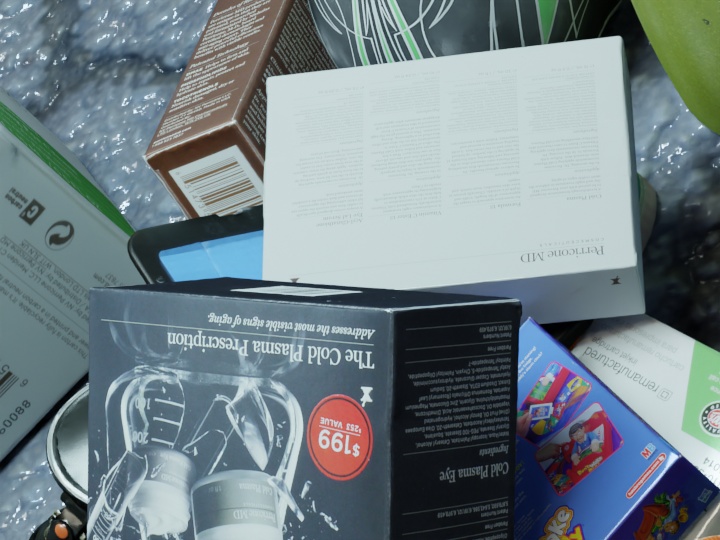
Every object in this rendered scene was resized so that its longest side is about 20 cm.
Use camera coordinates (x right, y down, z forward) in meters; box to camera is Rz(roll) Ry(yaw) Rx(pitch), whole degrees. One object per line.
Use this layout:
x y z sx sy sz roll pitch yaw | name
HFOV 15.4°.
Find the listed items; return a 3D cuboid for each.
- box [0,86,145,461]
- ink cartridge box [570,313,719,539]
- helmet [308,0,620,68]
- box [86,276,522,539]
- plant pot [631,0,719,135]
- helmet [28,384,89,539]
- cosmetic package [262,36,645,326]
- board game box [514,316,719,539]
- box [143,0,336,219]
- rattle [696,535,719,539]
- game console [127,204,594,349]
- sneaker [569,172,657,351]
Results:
-0.273 -0.014 1.726 0.200 0.199 0.171 -45 45 2 | box
0.140 0.137 1.392 0.146 0.084 0.200 28 81 45 | ink cartridge box
0.059 -0.182 1.592 0.199 0.200 0.191 0 45 37 | helmet
-0.030 0.101 1.300 0.199 0.104 0.183 3 95 40 | box
0.209 -0.198 1.475 0.186 0.200 0.188 -20 52 27 | plant pot
-0.089 0.117 1.506 0.199 0.201 0.191 5 40 39 | helmet
0.048 -0.041 1.426 0.199 0.052 0.151 -6 54 10 | cosmetic package
0.068 0.141 1.352 0.200 0.045 0.134 -49 45 3 | board game box
-0.056 -0.099 1.639 0.075 0.100 0.200 -19 29 29 | box
0.221 0.119 1.258 0.130 0.200 0.143 30 82 44 | rattle
0.000 0.000 1.451 0.176 0.116 0.200 -47 54 17 | game console
0.104 0.015 1.500 0.071 0.080 0.201 1 64 38 | sneaker
